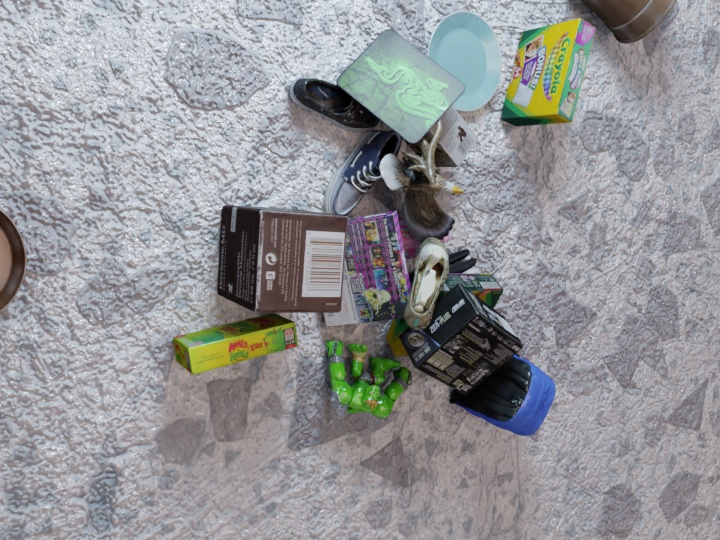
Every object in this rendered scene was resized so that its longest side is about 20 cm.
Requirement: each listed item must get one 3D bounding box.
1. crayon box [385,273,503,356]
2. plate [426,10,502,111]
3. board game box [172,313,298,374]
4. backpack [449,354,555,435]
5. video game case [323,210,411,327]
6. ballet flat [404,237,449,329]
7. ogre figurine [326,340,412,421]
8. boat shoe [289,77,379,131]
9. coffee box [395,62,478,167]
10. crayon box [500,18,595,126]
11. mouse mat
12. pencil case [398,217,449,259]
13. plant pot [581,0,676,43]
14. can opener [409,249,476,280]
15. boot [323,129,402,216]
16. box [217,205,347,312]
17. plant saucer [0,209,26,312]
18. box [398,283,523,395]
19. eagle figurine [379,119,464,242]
[{"bbox_3d":[0.171,0.091,1.498,0.197,0.059,0.174,-1,129,-29],"label":"crayon box"},{"bbox_3d":[0.214,-0.436,1.529,0.197,0.025,0.204,-4,98,-31],"label":"plate"},{"bbox_3d":[-0.222,0.127,1.301,0.197,0.101,0.049,-13,102,-28],"label":"board game box"},{"bbox_3d":[0.327,0.262,1.584,0.166,0.199,0.165,27,82,-30],"label":"backpack"},{"bbox_3d":[0.000,0.000,1.388,0.036,0.178,0.204,-47,127,-67],"label":"video game case"},{"bbox_3d":[0.129,0.011,1.354,0.067,0.076,0.203,16,62,2],"label":"ballet flat"},{"bbox_3d":[0.012,0.225,1.461,0.199,0.097,0.122,34,61,-44],"label":"ogre figurine"},{"bbox_3d":[-0.036,-0.315,1.373,0.197,0.066,0.071,19,87,-31],"label":"boat shoe"},{"bbox_3d":[0.125,-0.301,1.444,0.200,0.112,0.080,46,74,-26],"label":"coffee box"},{"bbox_3d":[0.394,-0.415,1.551,0.057,0.172,0.204,15,89,-30],"label":"crayon box"},{"bbox_3d":[0.073,-0.342,1.344,0.199,0.008,0.161,40,76,11],"label":"mouse mat"},{"bbox_3d":[0.080,-0.060,1.465,0.197,0.087,0.089,-12,102,-28],"label":"pencil case"},{"bbox_3d":[0.574,-0.649,1.626,0.196,0.200,0.203,25,84,-23],"label":"plant pot"},{"bbox_3d":[0.163,0.004,1.545,0.198,0.079,0.064,-32,72,-26],"label":"can opener"},{"bbox_3d":[0.004,-0.185,1.399,0.072,0.090,0.202,32,80,-29],"label":"boot"},{"bbox_3d":[-0.140,-0.023,1.273,0.162,0.199,0.169,1,96,-30],"label":"box"},{"bbox_3d":[-0.609,-0.016,1.095,0.197,0.034,0.205,-5,99,-29],"label":"plant saucer"},{"bbox_3d":[0.200,0.140,1.441,0.164,0.087,0.199,-43,137,15],"label":"box"},{"bbox_3d":[0.127,-0.159,1.391,0.151,0.200,0.151,-39,74,-11],"label":"eagle figurine"}]
